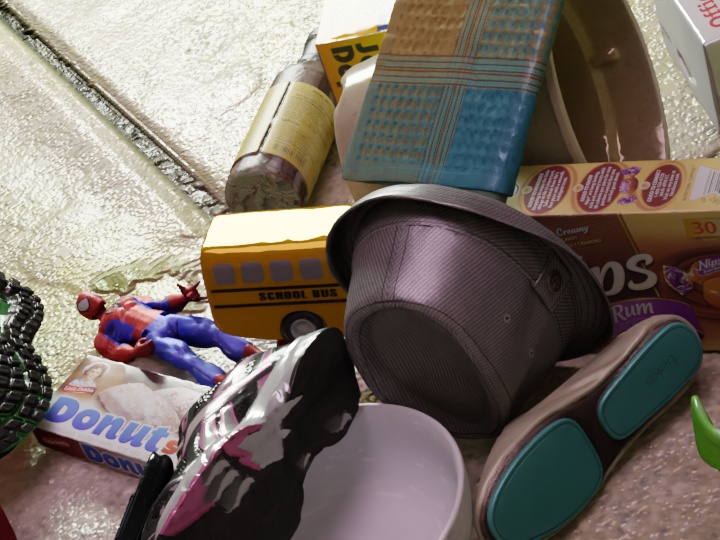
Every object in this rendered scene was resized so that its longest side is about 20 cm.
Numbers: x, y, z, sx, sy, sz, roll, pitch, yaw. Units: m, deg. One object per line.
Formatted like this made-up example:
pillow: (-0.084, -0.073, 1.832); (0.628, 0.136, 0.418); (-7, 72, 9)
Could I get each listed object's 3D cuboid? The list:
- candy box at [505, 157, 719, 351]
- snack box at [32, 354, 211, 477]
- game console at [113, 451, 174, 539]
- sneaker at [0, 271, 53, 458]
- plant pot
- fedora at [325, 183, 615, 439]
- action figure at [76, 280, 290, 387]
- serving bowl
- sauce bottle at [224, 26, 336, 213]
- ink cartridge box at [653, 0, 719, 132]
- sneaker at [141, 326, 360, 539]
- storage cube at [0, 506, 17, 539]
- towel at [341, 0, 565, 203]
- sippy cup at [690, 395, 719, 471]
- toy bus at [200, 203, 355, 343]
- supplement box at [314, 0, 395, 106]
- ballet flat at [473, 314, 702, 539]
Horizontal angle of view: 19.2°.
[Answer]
candy box: (0.182, -0.009, 1.329); (0.198, 0.117, 0.057); (-2, 41, 25)
snack box: (-0.131, 0.107, 1.422); (0.199, 0.024, 0.072); (12, 50, 38)
game console: (-0.195, 0.216, 1.246); (0.115, 0.177, 0.201); (15, 43, 2)
sneaker: (-0.263, 0.081, 1.487); (0.086, 0.078, 0.200); (-58, 17, 21)
plant pot: (0.089, -0.103, 1.456); (0.182, 0.201, 0.201); (-15, 35, 27)
fedora: (0.057, 0.038, 1.285); (0.175, 0.201, 0.091); (2, 55, 27)
action figure: (-0.131, 0.045, 1.486); (0.199, 0.052, 0.066); (14, 54, 42)
serving bowl: (-0.020, 0.170, 1.243); (0.198, 0.066, 0.201); (-19, 32, 12)
sauce bottle: (-0.047, -0.115, 1.630); (0.064, 0.065, 0.201); (-3, 40, 24)
ink cartridge box: (0.321, -0.197, 1.524); (0.198, 0.085, 0.145); (-22, 35, 1)
sneaker: (-0.076, 0.114, 1.245); (0.086, 0.081, 0.200); (-10, 24, 36)
storage cube: (-0.355, 0.147, 1.357); (0.170, 0.181, 0.200); (17, 50, 41)
towel: (0.068, -0.144, 1.362); (0.146, 0.022, 0.202); (12, 83, 46)
sippy cup: (0.279, 0.065, 1.185); (0.141, 0.176, 0.130); (-65, 22, 15)
toy bus: (0.000, 0.000, 1.410); (0.198, 0.079, 0.065); (-4, 30, 12)
supplement box: (0.040, -0.197, 1.649); (0.108, 0.109, 0.201); (-10, 37, 15)
ballet flat: (0.127, 0.097, 1.276); (0.199, 0.070, 0.069); (-37, 38, -26)
